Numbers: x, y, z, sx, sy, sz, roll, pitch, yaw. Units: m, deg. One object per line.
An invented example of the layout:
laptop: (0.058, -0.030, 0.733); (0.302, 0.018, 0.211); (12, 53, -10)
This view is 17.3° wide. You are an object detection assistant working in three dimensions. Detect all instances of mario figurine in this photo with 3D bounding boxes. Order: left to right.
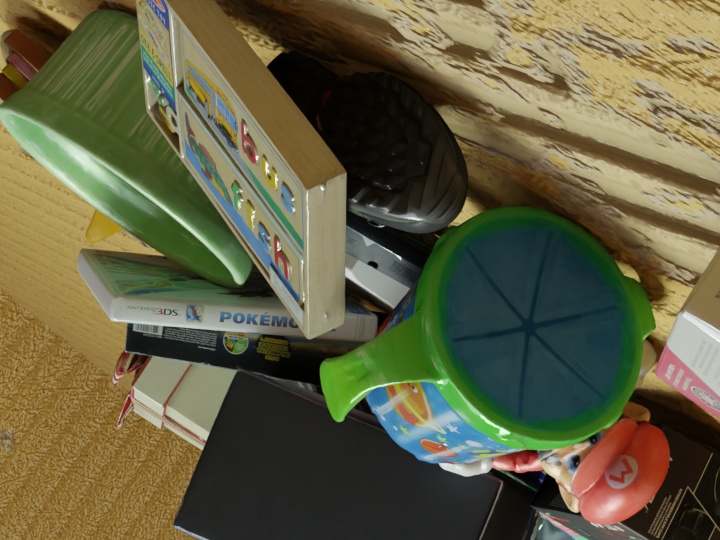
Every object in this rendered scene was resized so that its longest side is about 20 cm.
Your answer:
mario figurine: (0.112, 0.081, 1.482); (0.200, 0.106, 0.124); (42, 139, 43)

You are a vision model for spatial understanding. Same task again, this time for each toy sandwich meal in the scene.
toy sandwich meal: (-0.222, -0.098, 1.789); (0.205, 0.070, 0.205); (43, 162, 17)

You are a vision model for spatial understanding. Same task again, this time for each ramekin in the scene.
ramekin: (-0.134, -0.085, 1.584); (0.200, 0.098, 0.200); (34, 170, 7)

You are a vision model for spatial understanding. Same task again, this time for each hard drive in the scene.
hard drive: (0.000, 0.000, 1.661); (0.132, 0.025, 0.200); (35, 177, -31)

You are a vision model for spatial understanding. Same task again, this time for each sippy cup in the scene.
sippy cup: (0.070, 0.048, 1.335); (0.177, 0.140, 0.130); (25, 153, -15)

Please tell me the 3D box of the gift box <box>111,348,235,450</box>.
gift box: (-0.102, 0.086, 2.027); (0.186, 0.185, 0.200); (33, 164, -1)

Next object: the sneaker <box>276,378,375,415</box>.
sneaker: (-0.048, 0.070, 1.803); (0.200, 0.077, 0.078); (51, 179, 26)

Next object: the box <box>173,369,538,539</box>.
box: (0.005, 0.164, 1.630); (0.199, 0.124, 0.198); (22, 178, 14)

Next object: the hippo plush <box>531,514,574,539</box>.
hippo plush: (0.096, 0.198, 1.961); (0.200, 0.160, 0.161); (22, -171, -32)

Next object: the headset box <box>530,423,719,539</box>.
headset box: (0.237, 0.179, 1.604); (0.200, 0.077, 0.149); (32, 170, -16)

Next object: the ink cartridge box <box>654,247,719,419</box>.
ink cartridge box: (0.241, 0.058, 1.072); (0.200, 0.083, 0.147); (34, 170, 9)

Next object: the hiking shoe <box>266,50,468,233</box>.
hiking shoe: (0.015, -0.063, 1.320); (0.101, 0.076, 0.200); (32, -177, -36)

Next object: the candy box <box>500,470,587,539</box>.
candy box: (0.137, 0.130, 1.753); (0.200, 0.077, 0.169); (37, 171, -5)

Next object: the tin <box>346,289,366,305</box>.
tin: (-0.074, -0.026, 1.839); (0.200, 0.042, 0.112); (40, 165, -24)

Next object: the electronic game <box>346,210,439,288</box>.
electronic game: (0.012, -0.028, 1.466); (0.200, 0.042, 0.200); (30, -176, -3)

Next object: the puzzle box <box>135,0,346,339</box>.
puzzle box: (-0.068, -0.073, 1.319); (0.200, 0.025, 0.133); (53, 157, 32)

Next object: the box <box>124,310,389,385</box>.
box: (-0.053, 0.048, 1.701); (0.199, 0.040, 0.137); (9, -171, 14)

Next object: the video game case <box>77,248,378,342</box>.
video game case: (-0.097, 0.016, 1.663); (0.182, 0.022, 0.200); (5, -172, -14)
